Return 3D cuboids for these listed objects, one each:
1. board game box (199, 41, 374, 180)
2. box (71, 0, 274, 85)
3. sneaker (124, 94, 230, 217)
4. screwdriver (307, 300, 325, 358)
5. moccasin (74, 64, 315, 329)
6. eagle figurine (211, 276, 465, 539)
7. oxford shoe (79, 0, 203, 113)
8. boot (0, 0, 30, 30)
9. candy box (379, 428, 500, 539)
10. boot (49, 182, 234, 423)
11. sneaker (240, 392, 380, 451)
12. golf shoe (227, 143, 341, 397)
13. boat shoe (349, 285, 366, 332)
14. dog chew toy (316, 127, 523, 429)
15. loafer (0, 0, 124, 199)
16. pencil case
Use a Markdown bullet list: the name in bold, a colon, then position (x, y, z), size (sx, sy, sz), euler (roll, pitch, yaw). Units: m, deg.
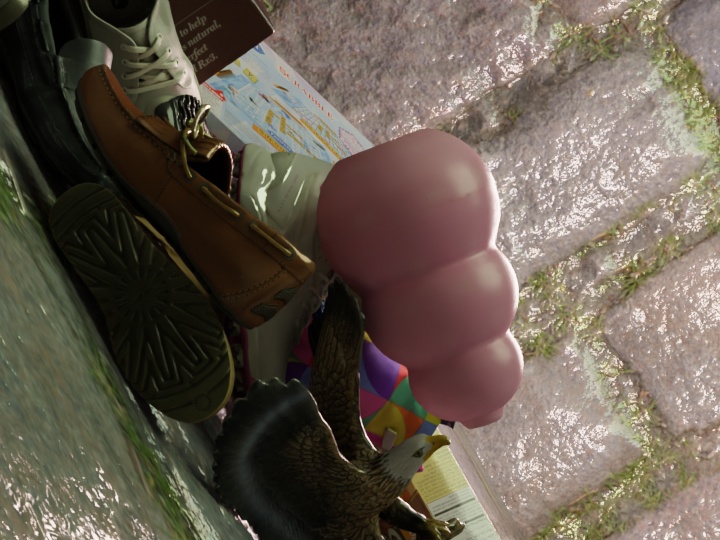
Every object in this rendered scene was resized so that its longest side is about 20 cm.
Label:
- **board game box**: position (-0.070, -0.109, 1.575), size (0.200, 0.041, 0.200), euler (43, 23, -21)
- **box**: position (-0.188, -0.231, 1.502), size (0.164, 0.166, 0.200), euler (54, 6, -26)
- **sneaker**: position (-0.146, -0.064, 1.368), size (0.200, 0.093, 0.070), euler (73, 7, -75)
- **screwdriver**: position (-0.042, 0.003, 1.386), size (0.028, 0.029, 0.200), euler (97, -28, -66)
- **moccasin**: position (-0.105, -0.057, 1.201), size (0.201, 0.078, 0.074), euler (48, 1, 26)
- **eagle figurine**: position (-0.012, 0.125, 1.273), size (0.200, 0.151, 0.152), euler (52, -3, -14)
- **oxford shoe**: position (-0.159, -0.155, 1.397), size (0.058, 0.075, 0.200), euler (-131, -157, -58)
- **boot**: position (-0.298, -0.270, 1.291), size (0.200, 0.073, 0.182), euler (48, 8, -35)
- **candy box**: position (0.053, 0.216, 1.638), size (0.200, 0.055, 0.115), euler (60, -33, 15)
- **boot**: position (-0.119, 0.025, 1.266), size (0.175, 0.066, 0.200), euler (60, 3, 11)
- **sneaker**: position (-0.043, 0.104, 1.549), size (0.099, 0.071, 0.200), euler (66, 11, 21)
- **golf shoe**: position (-0.047, 0.002, 1.333), size (0.075, 0.092, 0.200), euler (104, -12, -64)
- **boat shoe**: position (0.000, 0.000, 1.430), size (0.200, 0.074, 0.069), euler (52, -21, 41)
- **dog chew toy**: position (0.050, 0.009, 1.295), size (0.125, 0.125, 0.200), euler (-47, 116, -86)
- **loafer**: position (-0.201, -0.130, 1.323), size (0.201, 0.070, 0.068), euler (61, 11, 28)
- **pencil case**: position (-0.025, 0.073, 1.428), size (0.200, 0.088, 0.088), euler (28, 17, -22)
